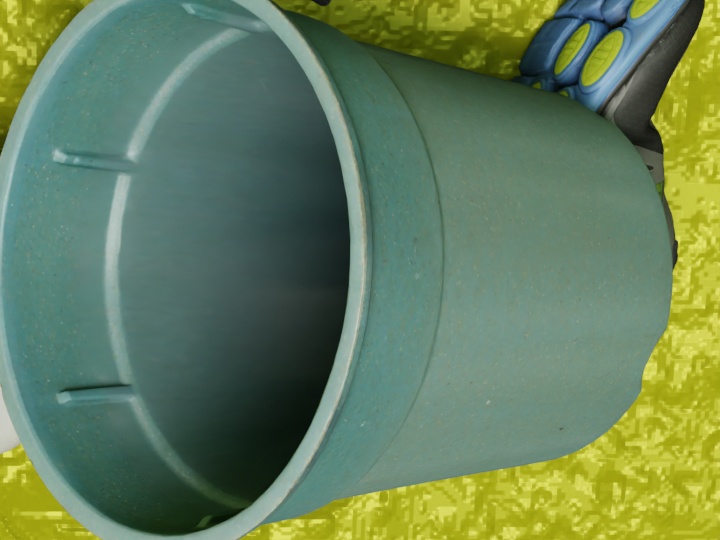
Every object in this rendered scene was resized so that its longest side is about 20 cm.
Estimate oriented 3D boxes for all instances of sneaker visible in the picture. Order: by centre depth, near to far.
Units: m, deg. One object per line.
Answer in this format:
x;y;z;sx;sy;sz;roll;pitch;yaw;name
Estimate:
0.098;-0.033;0.944;0.083;0.071;0.200;11;108;-22;sneaker

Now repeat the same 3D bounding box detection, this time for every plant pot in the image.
0.000;0.000;0.837;0.196;0.200;0.201;2;111;-44;plant pot

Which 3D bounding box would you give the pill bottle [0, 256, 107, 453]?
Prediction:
-0.165;0.006;0.903;0.200;0.111;0.111;29;103;-12;pill bottle

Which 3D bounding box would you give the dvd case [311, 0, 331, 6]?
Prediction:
0.001;-0.210;0.818;0.018;0.143;0.200;23;105;-47;dvd case
